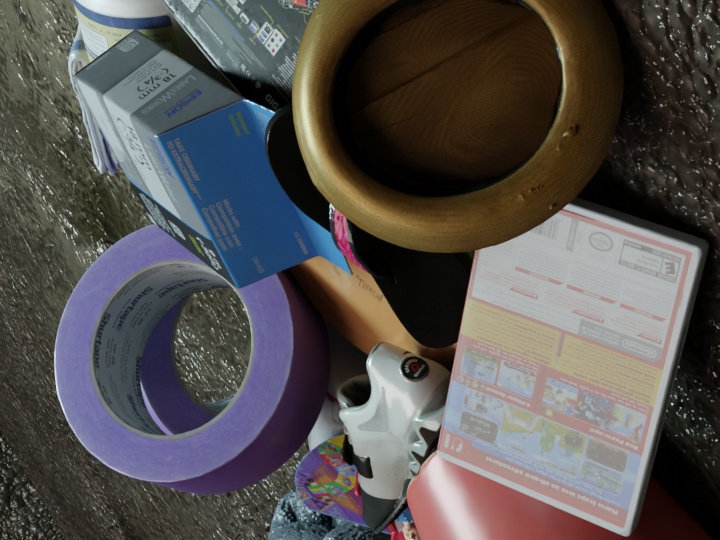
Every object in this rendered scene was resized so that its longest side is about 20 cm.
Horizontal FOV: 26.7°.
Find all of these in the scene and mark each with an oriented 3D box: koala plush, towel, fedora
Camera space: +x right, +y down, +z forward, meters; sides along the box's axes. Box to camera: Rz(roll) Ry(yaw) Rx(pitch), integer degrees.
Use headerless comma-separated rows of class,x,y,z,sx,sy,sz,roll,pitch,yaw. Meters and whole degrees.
koala plush,-0.079,0.340,1.602,0.183,0.199,0.178,30,144,46
towel,-0.220,-0.201,1.301,0.147,0.024,0.201,86,-177,-53
fedora,0.059,-0.107,0.906,0.201,0.200,0.082,56,-163,4

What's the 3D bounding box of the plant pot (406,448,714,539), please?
plant pot,0.134,0.195,1.065,0.178,0.199,0.201,57,157,25

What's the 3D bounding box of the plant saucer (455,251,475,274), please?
plant saucer,0.062,-0.018,1.058,0.199,0.048,0.201,40,155,20

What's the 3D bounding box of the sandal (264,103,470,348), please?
sandal,0.016,-0.028,0.968,0.200,0.075,0.045,51,-176,-21

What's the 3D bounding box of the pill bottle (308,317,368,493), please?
pill bottle,0.012,0.118,1.277,0.113,0.113,0.201,45,152,26

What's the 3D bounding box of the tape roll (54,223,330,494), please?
tape roll,-0.129,0.068,1.171,0.200,0.200,0.085,46,-176,24

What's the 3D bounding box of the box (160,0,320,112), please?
box,-0.044,-0.196,1.002,0.200,0.049,0.160,49,117,17

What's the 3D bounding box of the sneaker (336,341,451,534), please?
sneaker,0.021,0.119,1.123,0.088,0.074,0.201,35,142,14

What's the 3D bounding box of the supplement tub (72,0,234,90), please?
supplement tub,-0.140,-0.168,1.191,0.144,0.144,0.201,36,147,39

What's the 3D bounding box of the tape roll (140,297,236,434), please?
tape roll,-0.120,0.058,1.332,0.085,0.199,0.201,6,125,59

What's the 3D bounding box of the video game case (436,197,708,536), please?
video game case,0.128,0.053,0.955,0.142,0.017,0.202,20,115,25

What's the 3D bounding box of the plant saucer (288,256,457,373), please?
plant saucer,0.000,0.000,1.095,0.200,0.032,0.201,38,155,22

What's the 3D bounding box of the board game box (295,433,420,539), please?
board game box,0.044,0.196,1.243,0.199,0.039,0.158,19,141,-15

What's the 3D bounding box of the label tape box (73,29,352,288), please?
label tape box,-0.106,-0.068,1.055,0.200,0.063,0.145,34,156,47
